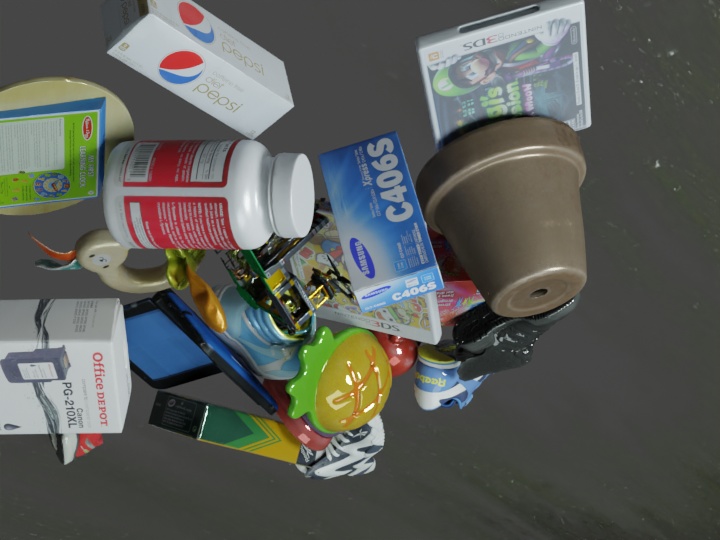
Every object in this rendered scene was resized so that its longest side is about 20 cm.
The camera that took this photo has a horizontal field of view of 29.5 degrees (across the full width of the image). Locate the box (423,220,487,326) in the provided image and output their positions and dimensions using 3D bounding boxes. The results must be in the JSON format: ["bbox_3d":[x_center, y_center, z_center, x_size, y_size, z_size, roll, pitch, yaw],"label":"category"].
[{"bbox_3d":[0.150,0.001,1.695,0.199,0.100,0.096,-4,142,-16],"label":"box"}]

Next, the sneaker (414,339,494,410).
[{"bbox_3d":[0.127,0.140,1.838,0.074,0.083,0.200,13,-172,31],"label":"sneaker"}]

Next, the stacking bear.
[{"bbox_3d":[-0.010,0.139,1.815,0.200,0.114,0.121,-39,150,17],"label":"stacking bear"}]

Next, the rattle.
[{"bbox_3d":[-0.266,0.018,1.541,0.199,0.144,0.130,0,160,-29],"label":"rattle"}]

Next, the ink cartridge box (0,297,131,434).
[{"bbox_3d":[-0.378,0.114,1.611,0.199,0.085,0.145,-1,126,-3],"label":"ink cartridge box"}]

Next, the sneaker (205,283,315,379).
[{"bbox_3d":[-0.091,0.083,1.695,0.130,0.080,0.200,-1,155,34],"label":"sneaker"}]

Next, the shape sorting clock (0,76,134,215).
[{"bbox_3d":[-0.330,-0.127,1.405,0.199,0.039,0.200,-13,146,-9],"label":"shape sorting clock"}]

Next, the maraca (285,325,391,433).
[{"bbox_3d":[-0.030,0.132,1.675,0.107,0.138,0.200,17,178,30],"label":"maraca"}]

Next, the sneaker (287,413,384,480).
[{"bbox_3d":[-0.042,0.243,1.956,0.129,0.080,0.199,-15,155,-15],"label":"sneaker"}]

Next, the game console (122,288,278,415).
[{"bbox_3d":[-0.222,0.120,1.701,0.118,0.171,0.200,-42,142,-3],"label":"game console"}]

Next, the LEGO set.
[{"bbox_3d":[-0.091,-0.037,1.539,0.116,0.153,0.200,-43,123,-18],"label":"LEGO set"}]

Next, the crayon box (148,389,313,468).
[{"bbox_3d":[-0.167,0.213,1.843,0.199,0.052,0.125,22,171,-39],"label":"crayon box"}]

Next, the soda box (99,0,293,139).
[{"bbox_3d":[-0.157,-0.208,1.337,0.064,0.068,0.200,-36,139,26],"label":"soda box"}]

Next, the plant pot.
[{"bbox_3d":[0.180,-0.049,1.553,0.199,0.175,0.201,-14,154,-7],"label":"plant pot"}]

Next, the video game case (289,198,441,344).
[{"bbox_3d":[0.000,0.000,1.608,0.181,0.023,0.201,12,141,20],"label":"video game case"}]

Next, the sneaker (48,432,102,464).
[{"bbox_3d":[-0.358,0.170,1.774,0.085,0.077,0.200,-20,150,-30],"label":"sneaker"}]

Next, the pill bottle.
[{"bbox_3d":[-0.153,-0.078,1.404,0.199,0.113,0.112,1,146,14],"label":"pill bottle"}]

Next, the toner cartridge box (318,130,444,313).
[{"bbox_3d":[0.020,-0.056,1.489,0.094,0.201,0.043,-18,142,3],"label":"toner cartridge box"}]

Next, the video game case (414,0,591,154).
[{"bbox_3d":[0.160,-0.203,1.497,0.181,0.023,0.200,-16,144,1],"label":"video game case"}]

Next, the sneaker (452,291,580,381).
[{"bbox_3d":[0.191,0.074,1.676,0.199,0.060,0.104,-24,143,21],"label":"sneaker"}]
